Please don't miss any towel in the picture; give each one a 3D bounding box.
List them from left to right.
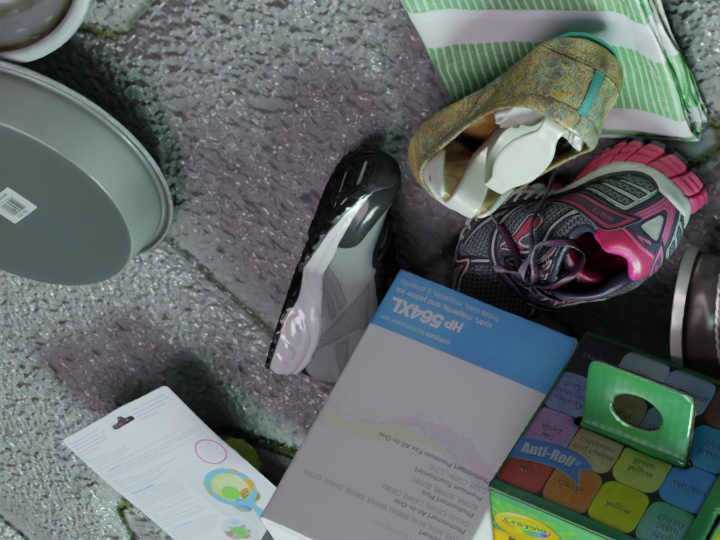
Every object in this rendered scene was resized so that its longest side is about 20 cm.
[{"bbox_3d":[0.091,-0.133,1.165,0.152,0.023,0.200,4,149,27],"label":"towel"}]

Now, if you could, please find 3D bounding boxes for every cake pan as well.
[{"bbox_3d":[-0.217,-0.056,1.397,0.199,0.037,0.201,16,148,10],"label":"cake pan"}]

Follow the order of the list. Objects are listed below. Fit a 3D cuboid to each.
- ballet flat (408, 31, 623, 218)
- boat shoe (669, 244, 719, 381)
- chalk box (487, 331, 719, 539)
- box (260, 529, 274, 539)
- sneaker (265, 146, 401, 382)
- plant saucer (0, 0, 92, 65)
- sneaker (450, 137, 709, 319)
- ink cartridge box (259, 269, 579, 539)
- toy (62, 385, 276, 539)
[{"bbox_3d":[0.074,-0.065,1.206,0.071,0.071,0.200,41,149,-8],"label":"ballet flat"},{"bbox_3d":[0.219,0.066,1.276,0.059,0.072,0.201,8,135,26],"label":"boat shoe"},{"bbox_3d":[0.154,0.130,1.235,0.124,0.124,0.200,21,147,24],"label":"chalk box"},{"bbox_3d":[0.045,0.168,1.410,0.199,0.137,0.039,8,133,23],"label":"box"},{"bbox_3d":[0.000,0.000,1.347,0.079,0.074,0.201,19,141,0],"label":"sneaker"},{"bbox_3d":[-0.235,-0.217,1.296,0.199,0.050,0.201,15,132,17],"label":"plant saucer"},{"bbox_3d":[0.109,-0.011,1.259,0.081,0.075,0.200,41,146,-11],"label":"sneaker"},{"bbox_3d":[0.040,0.129,1.301,0.125,0.201,0.129,23,160,23],"label":"ink cartridge box"},{"bbox_3d":[-0.097,0.151,1.537,0.115,0.047,0.200,-28,114,38],"label":"toy"}]
